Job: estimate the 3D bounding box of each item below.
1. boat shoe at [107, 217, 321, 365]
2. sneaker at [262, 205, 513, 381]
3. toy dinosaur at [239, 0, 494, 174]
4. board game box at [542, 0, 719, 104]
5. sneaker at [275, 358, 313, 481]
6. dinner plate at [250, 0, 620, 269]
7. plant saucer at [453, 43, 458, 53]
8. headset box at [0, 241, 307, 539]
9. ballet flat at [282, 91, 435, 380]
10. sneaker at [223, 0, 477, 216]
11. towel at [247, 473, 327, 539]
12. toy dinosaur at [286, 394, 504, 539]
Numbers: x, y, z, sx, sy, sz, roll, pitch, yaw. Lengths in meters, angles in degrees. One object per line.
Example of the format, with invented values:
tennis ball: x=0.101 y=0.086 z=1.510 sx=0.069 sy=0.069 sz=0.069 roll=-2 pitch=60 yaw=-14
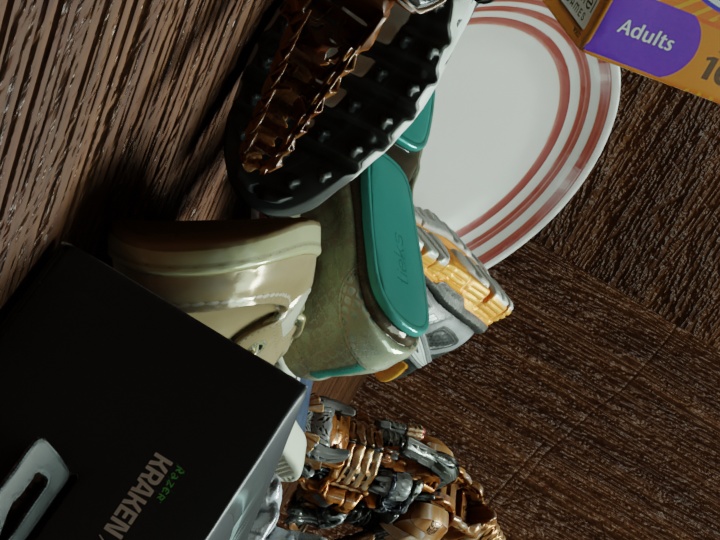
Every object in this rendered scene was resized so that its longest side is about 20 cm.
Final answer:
boat shoe: x=-0.051 y=0.016 z=0.762 sx=0.200 sy=0.072 sz=0.065 roll=136 pitch=-46 yaw=-86
sneaker: x=0.000 y=0.000 z=0.998 sx=0.077 sy=0.078 sz=0.200 roll=-41 pitch=143 yaw=9
toy dinosaur: x=0.024 y=-0.120 z=0.707 sx=0.136 sy=0.102 sz=0.200 roll=167 pitch=-66 yaw=-72
board game box: x=0.184 y=-0.182 z=0.855 sx=0.200 sy=0.200 sz=0.200 roll=-63 pitch=-154 yaw=22
sneaker: x=-0.060 y=0.027 z=0.966 sx=0.200 sy=0.075 sz=0.085 roll=88 pitch=4 yaw=-66
dinner plate: x=0.035 y=-0.060 z=1.041 sx=0.200 sy=0.024 sz=0.200 roll=-20 pitch=140 yaw=-18
plant saucer: x=0.066 y=-0.175 z=1.092 sx=0.200 sy=0.048 sz=0.200 roll=-61 pitch=176 yaw=34
headset box: x=-0.110 y=0.113 z=0.691 sx=0.174 sy=0.093 sz=0.200 roll=-57 pitch=175 yaw=-28
ballet flat: x=-0.009 y=-0.043 z=0.884 sx=0.062 sy=0.067 sz=0.200 roll=-24 pitch=-136 yaw=30
sneaker: x=0.014 y=-0.104 z=0.825 sx=0.200 sy=0.066 sz=0.091 roll=-61 pitch=174 yaw=-6
towel: x=-0.106 y=0.180 z=0.875 sx=0.166 sy=0.086 sz=0.200 roll=-11 pitch=-140 yaw=49
toy dinosaur: x=0.008 y=0.125 z=1.171 sx=0.136 sy=0.200 sz=0.102 roll=-16 pitch=-144 yaw=39
